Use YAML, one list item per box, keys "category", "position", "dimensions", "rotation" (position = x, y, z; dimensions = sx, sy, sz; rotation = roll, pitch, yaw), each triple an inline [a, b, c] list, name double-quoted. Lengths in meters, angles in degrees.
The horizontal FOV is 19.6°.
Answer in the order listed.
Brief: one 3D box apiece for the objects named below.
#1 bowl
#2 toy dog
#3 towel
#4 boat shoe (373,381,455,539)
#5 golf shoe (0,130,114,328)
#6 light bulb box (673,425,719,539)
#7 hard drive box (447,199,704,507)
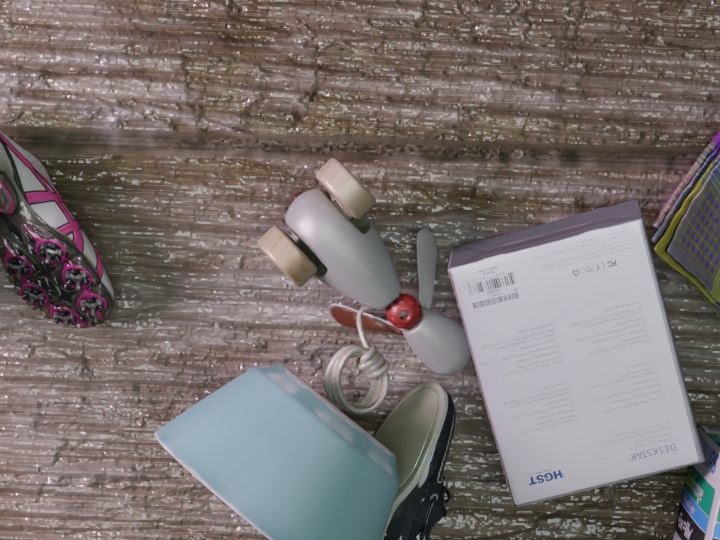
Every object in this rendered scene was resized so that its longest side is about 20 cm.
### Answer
- category: "bowl"
  position: [-0.048, 0.147, 1.587]
  dimensions: [0.201, 0.201, 0.105]
  rotation: [39, 86, -6]
- category: "toy dog"
  position: [0.000, 0.000, 1.638]
  dimensions: [0.131, 0.096, 0.201]
  rotation: [-25, 112, -3]
- category: "towel"
  position: [0.316, -0.060, 1.631]
  dimensions: [0.200, 0.023, 0.144]
  rotation: [-52, 127, -7]
- category: "boat shoe"
  position: [0.037, 0.189, 1.660]
  dimensions: [0.066, 0.074, 0.200]
  rotation: [24, 85, -34]
- category: "golf shoe"
  position: [-0.250, -0.043, 1.611]
  dimensions: [0.072, 0.092, 0.200]
  rotation: [-21, 121, 28]
- category: "light bulb box"
  position: [0.349, 0.246, 1.653]
  dimensions: [0.197, 0.125, 0.201]
  rotation: [11, 96, -4]
- category: "hard drive box"
  position: [0.168, 0.064, 1.626]
  dimensions: [0.155, 0.077, 0.201]
  rotation: [-14, 102, 8]
